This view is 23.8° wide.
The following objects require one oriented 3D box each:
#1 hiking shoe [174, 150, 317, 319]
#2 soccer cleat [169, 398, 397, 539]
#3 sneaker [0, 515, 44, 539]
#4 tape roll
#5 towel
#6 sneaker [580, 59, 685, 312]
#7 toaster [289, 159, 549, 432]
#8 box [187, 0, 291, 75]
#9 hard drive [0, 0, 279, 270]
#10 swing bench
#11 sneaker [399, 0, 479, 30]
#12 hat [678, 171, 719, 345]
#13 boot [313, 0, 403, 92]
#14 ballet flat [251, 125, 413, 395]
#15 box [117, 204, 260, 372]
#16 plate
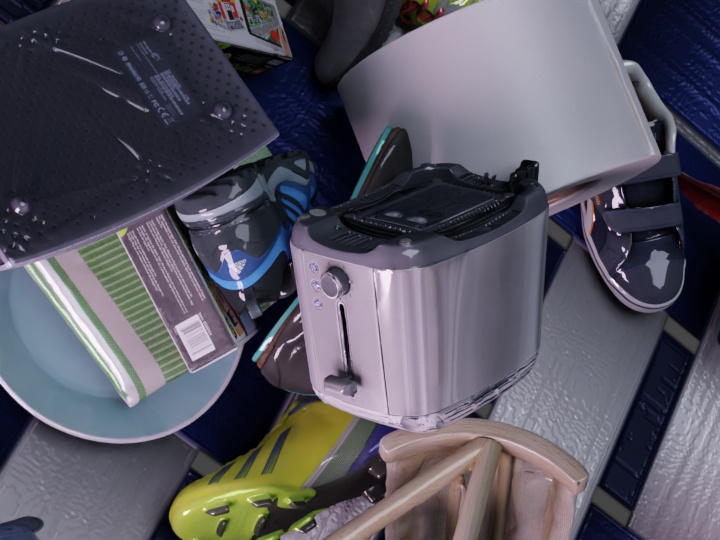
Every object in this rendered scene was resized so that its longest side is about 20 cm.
[{"bbox_3d":[-0.067,-0.024,1.093,0.200,0.074,0.087,-38,111,-74],"label":"hiking shoe"},{"bbox_3d":[-0.047,0.132,1.164,0.199,0.065,0.084,-16,54,-29],"label":"soccer cleat"},{"bbox_3d":[-0.239,0.178,1.027,0.199,0.075,0.085,27,48,-19],"label":"sneaker"},{"bbox_3d":[0.098,-0.106,1.228,0.202,0.202,0.140,-19,84,-33],"label":"tape roll"},{"bbox_3d":[-0.125,-0.022,1.150,0.200,0.023,0.153,-40,98,-35],"label":"towel"},{"bbox_3d":[0.213,-0.069,1.348,0.078,0.079,0.202,-12,78,-13],"label":"sneaker"},{"bbox_3d":[0.045,0.013,1.070,0.199,0.113,0.130,-26,122,-47],"label":"toaster"},{"bbox_3d":[-0.121,-0.198,1.160,0.200,0.035,0.111,0,70,-65],"label":"box"},{"bbox_3d":[-0.156,-0.083,0.969,0.199,0.042,0.135,-30,81,-38],"label":"hard drive"},{"bbox_3d":[0.037,0.214,1.075,0.129,0.200,0.200,27,55,21],"label":"swing bench"},{"bbox_3d":[0.055,-0.212,1.312,0.198,0.078,0.091,4,82,-25],"label":"sneaker"},{"bbox_3d":[0.339,-0.039,1.350,0.198,0.166,0.177,-14,99,2],"label":"hat"},{"bbox_3d":[-0.022,-0.232,1.220,0.131,0.201,0.070,24,34,-12],"label":"boot"},{"bbox_3d":[0.000,0.000,1.164,0.068,0.201,0.068,31,18,2],"label":"ballet flat"},{"bbox_3d":[-0.130,-0.038,1.074,0.035,0.110,0.201,-27,92,6],"label":"box"},{"bbox_3d":[-0.169,0.018,1.138,0.199,0.026,0.202,10,71,-28],"label":"plate"}]
